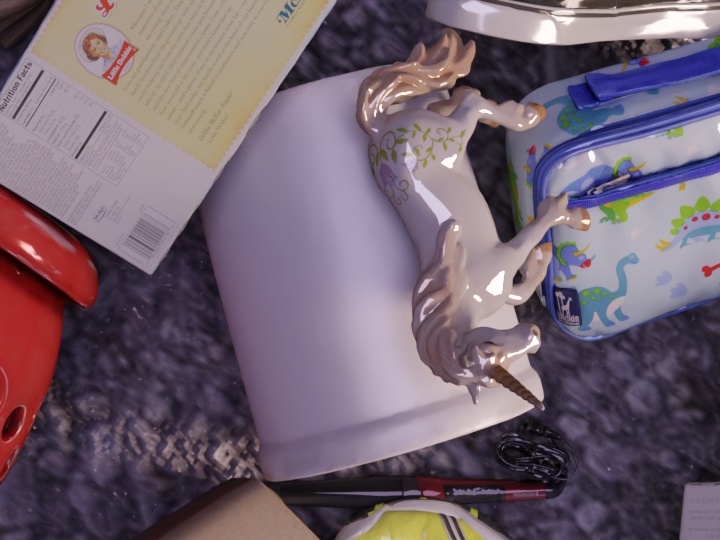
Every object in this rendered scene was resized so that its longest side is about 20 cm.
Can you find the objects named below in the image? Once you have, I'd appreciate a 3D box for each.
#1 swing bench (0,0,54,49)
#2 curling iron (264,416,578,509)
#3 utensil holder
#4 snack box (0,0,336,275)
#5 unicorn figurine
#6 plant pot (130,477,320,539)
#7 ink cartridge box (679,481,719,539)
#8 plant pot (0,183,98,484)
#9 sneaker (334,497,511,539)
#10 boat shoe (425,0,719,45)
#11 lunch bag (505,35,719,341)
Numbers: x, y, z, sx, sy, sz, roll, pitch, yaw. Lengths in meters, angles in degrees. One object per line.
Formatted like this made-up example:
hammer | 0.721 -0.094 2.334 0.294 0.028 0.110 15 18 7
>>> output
swing bench | -0.297 -0.202 0.811 0.199 0.130 0.200 -33 91 -4
curling iron | 0.037 0.129 0.883 0.198 0.026 0.050 -9 69 1
utensil holder | 0.000 0.000 0.810 0.169 0.170 0.202 -15 88 -4
snack box | -0.101 -0.110 0.712 0.116 0.037 0.201 32 105 -15
unicorn figurine | 0.057 -0.020 0.717 0.137 0.074 0.201 -24 72 -39
plant pot | -0.079 0.227 0.798 0.200 0.200 0.177 45 76 -2
ink cartridge box | 0.264 0.244 0.832 0.197 0.043 0.202 18 75 -28
plant pot | -0.255 0.025 0.778 0.200 0.200 0.183 36 82 -3
sneaker | 0.077 0.201 0.848 0.199 0.077 0.076 22 114 -1
boat shoe | 0.126 -0.164 0.786 0.199 0.071 0.064 -7 115 -28
lunch bag | 0.187 -0.053 0.828 0.198 0.083 0.162 -15 132 -4
